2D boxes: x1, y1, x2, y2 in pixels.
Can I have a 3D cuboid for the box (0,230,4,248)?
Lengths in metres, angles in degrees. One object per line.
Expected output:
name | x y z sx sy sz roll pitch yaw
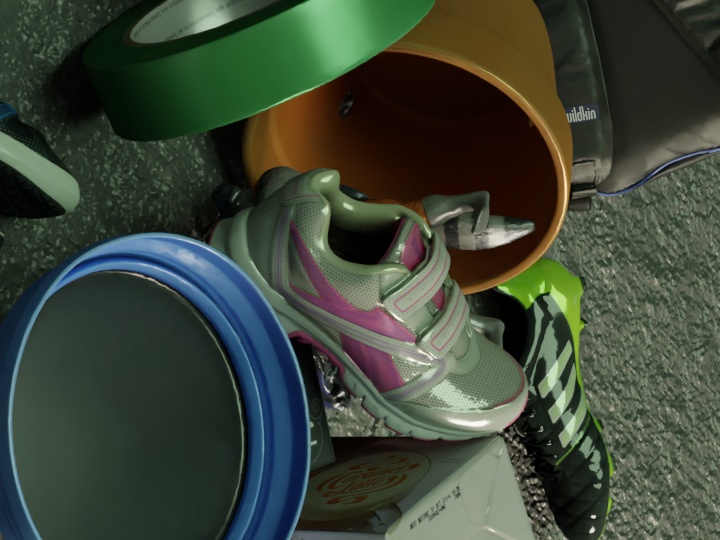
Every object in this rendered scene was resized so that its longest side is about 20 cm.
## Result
box | -0.294 0.009 1.174 0.200 0.050 0.199 43 57 -36

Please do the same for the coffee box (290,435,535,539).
coffee box | -0.016 0.153 1.346 0.114 0.200 0.080 -33 111 -43

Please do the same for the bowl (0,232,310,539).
bowl | -0.109 0.082 1.191 0.200 0.039 0.201 9 77 -45

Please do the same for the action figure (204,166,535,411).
action figure | 0.000 0.000 1.401 0.105 0.193 0.200 -60 151 -29

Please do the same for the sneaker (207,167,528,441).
sneaker | 0.017 0.019 1.283 0.200 0.088 0.081 33 39 -17

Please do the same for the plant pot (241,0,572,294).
plant pot | 0.040 -0.103 1.451 0.200 0.200 0.140 52 37 -30

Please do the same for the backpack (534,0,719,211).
backpack | 0.198 -0.171 1.624 0.191 0.200 0.154 62 16 -13

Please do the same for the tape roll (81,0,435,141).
tape roll | -0.057 -0.139 1.330 0.200 0.200 0.048 -41 116 -41

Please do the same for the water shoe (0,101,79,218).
water shoe | -0.217 -0.098 1.251 0.200 0.071 0.079 36 59 -39

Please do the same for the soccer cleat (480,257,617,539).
soccer cleat | 0.122 0.092 1.609 0.081 0.067 0.200 -12 94 -29

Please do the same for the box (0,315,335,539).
box | -0.129 0.084 1.288 0.200 0.122 0.106 -17 97 -46
